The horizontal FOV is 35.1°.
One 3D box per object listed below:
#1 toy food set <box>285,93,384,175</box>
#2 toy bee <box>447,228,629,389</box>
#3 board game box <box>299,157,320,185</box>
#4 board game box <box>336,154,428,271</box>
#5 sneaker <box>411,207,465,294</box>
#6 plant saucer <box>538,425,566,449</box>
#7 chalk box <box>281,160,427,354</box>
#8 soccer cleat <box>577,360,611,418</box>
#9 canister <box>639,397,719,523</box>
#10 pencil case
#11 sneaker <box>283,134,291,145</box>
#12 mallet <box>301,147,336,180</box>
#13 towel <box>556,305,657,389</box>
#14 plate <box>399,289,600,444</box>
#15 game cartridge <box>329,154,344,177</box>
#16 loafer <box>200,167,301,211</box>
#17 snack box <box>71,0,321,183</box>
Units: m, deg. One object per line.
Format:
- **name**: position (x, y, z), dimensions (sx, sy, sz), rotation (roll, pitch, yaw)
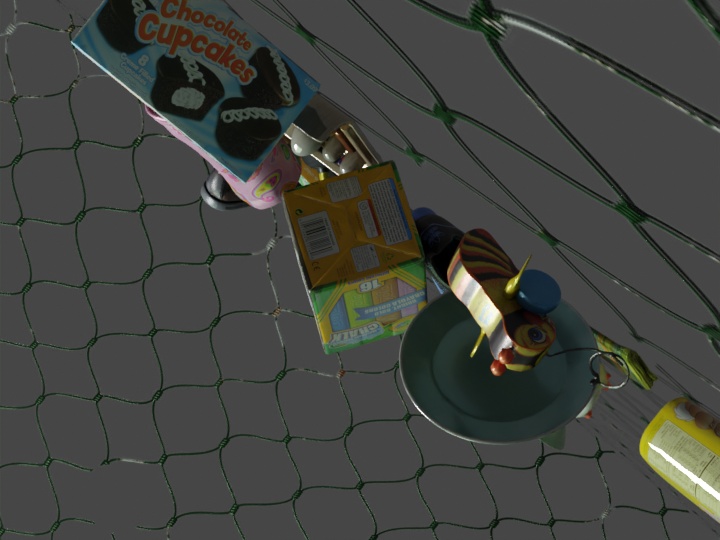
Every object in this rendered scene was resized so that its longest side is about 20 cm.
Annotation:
- **toy food set**: position (-0.060, -0.147, 1.182), dimensions (0.143, 0.061, 0.200), rotation (38, 178, 19)
- **toy bee**: position (0.146, 0.045, 1.068), dimensions (0.199, 0.108, 0.132), rotation (28, 128, 34)
- **board game box**: position (-0.047, -0.102, 1.444), dimensions (0.200, 0.030, 0.096), rotation (42, 177, -9)
- **board game box**: position (0.055, -0.051, 1.362), dimensions (0.200, 0.032, 0.120), rotation (39, -162, -37)
- **sneaker**: position (0.122, 0.009, 1.304), dimensions (0.200, 0.070, 0.078), rotation (41, -176, -37)
- **plant saucer**: position (0.176, 0.113, 1.294), dimensions (0.201, 0.039, 0.201), rotation (44, -167, -12)
- **chalk box**: position (0.000, 0.000, 1.208), dimensions (0.200, 0.123, 0.125), rotation (79, 174, -63)
- **soccer cleat**: position (0.220, 0.103, 1.251), dimensions (0.077, 0.070, 0.200), rotation (30, -166, -6)
- **canister**: position (0.380, 0.219, 1.101), dimensions (0.148, 0.087, 0.200), rotation (40, 179, -40)
- **pencil case**: position (-0.137, -0.143, 1.176), dimensions (0.087, 0.088, 0.200), rotation (37, 175, 36)
- **sneaker**: position (-0.143, -0.176, 1.368), dimensions (0.075, 0.088, 0.200), rotation (15, -155, -50)
- **mallet**: position (-0.040, -0.062, 1.333), dimensions (0.041, 0.202, 0.066), rotation (-6, -171, -15)
- **towel**: position (0.226, 0.054, 1.211), dimensions (0.200, 0.018, 0.086), rotation (38, 175, 40)
- **plate**: position (0.138, 0.093, 1.136), dimensions (0.200, 0.200, 0.026), rotation (37, 152, 32)
- **game cartridge**: position (-0.012, -0.105, 1.482), dimensions (0.200, 0.042, 0.133), rotation (45, 180, -22)
- **loafer**: position (-0.120, -0.132, 1.495), dimensions (0.072, 0.063, 0.199), rotation (44, -138, 21)
- **snack box**: position (-0.148, -0.188, 1.043), dimensions (0.200, 0.116, 0.037), rotation (38, 178, -10)
